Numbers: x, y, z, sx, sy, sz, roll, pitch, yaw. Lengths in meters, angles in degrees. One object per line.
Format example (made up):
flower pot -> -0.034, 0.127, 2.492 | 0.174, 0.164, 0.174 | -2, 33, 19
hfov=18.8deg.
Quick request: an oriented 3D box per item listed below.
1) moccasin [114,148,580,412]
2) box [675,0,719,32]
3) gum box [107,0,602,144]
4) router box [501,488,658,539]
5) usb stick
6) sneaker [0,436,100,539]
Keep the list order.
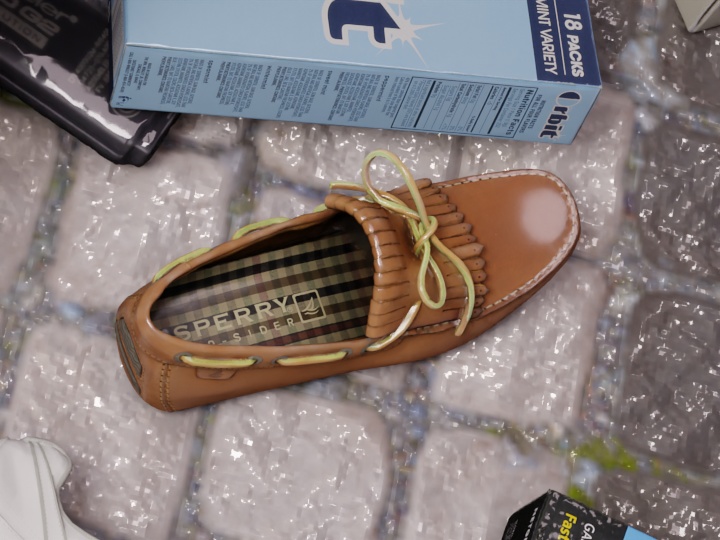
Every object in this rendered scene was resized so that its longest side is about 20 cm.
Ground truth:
moccasin -> 0.000, -0.002, 0.870 | 0.200, 0.078, 0.074 | -11, 74, -19
box -> 0.156, -0.218, 0.996 | 0.082, 0.068, 0.202 | -15, 76, -20
gum box -> -0.007, -0.142, 0.918 | 0.198, 0.045, 0.171 | 5, 57, -15
router box -> 0.098, 0.208, 0.839 | 0.148, 0.051, 0.201 | 25, 66, -8
usb stick -> -0.161, -0.114, 0.889 | 0.199, 0.033, 0.056 | 34, 56, -2
sneaker -> -0.107, 0.148, 0.792 | 0.099, 0.078, 0.202 | -15, 81, -31
